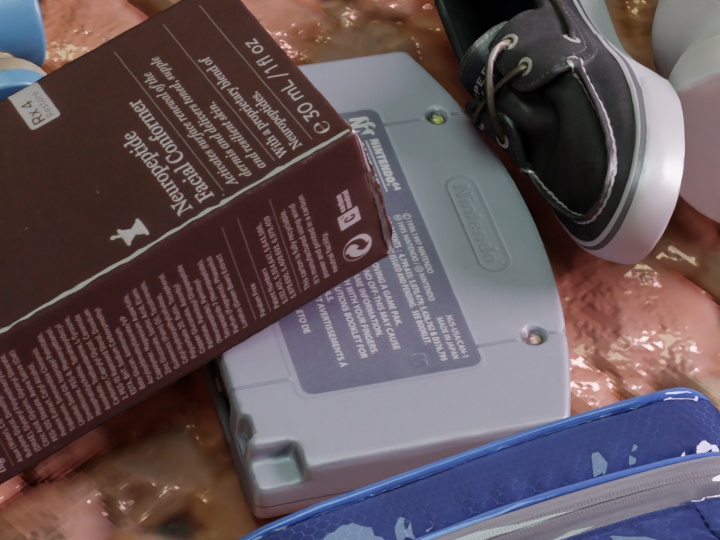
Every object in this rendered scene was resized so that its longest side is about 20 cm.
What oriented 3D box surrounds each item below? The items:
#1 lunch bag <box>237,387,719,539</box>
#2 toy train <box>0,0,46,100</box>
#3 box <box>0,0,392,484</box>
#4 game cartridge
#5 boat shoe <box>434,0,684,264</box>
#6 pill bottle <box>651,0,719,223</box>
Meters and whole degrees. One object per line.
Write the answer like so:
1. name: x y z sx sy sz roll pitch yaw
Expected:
1. lunch bag: 0.039 0.129 0.741 0.199 0.136 0.132 -16 49 -17
2. toy train: -0.216 -0.080 0.969 0.199 0.085 0.116 -14 62 -18
3. box: -0.101 -0.007 0.873 0.200 0.075 0.100 -32 52 -11
4. game cartridge: 0.000 0.000 0.932 0.133 0.041 0.200 -12 48 -10
5. boat shoe: 0.067 -0.074 0.963 0.066 0.070 0.200 14 34 -19
6. pill bottle: 0.177 -0.109 0.998 0.110 0.111 0.200 15 47 10
